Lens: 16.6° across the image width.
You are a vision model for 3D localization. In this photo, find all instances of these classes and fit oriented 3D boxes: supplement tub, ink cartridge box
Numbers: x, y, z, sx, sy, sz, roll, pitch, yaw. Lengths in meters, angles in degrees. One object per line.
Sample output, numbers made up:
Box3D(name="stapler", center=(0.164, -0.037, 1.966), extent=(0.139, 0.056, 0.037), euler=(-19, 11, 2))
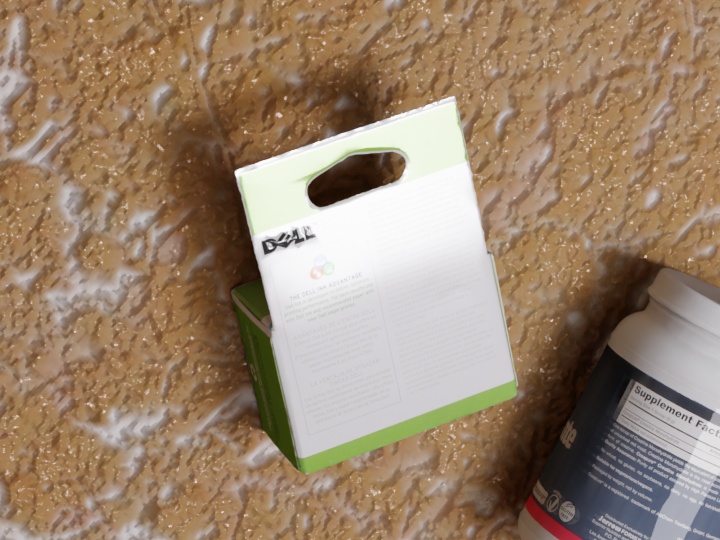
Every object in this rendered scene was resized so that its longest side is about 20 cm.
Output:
Box3D(name="supplement tub", center=(0.201, 0.114, 1.568), extent=(0.140, 0.140, 0.200), euler=(22, 99, -29))
Box3D(name="ink cartridge box", center=(0.000, 0.000, 1.474), extent=(0.148, 0.076, 0.200), euler=(-19, 115, -16))
